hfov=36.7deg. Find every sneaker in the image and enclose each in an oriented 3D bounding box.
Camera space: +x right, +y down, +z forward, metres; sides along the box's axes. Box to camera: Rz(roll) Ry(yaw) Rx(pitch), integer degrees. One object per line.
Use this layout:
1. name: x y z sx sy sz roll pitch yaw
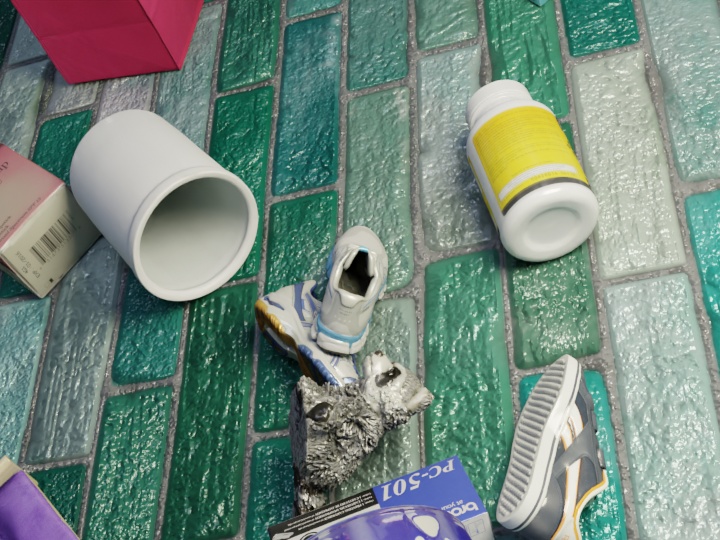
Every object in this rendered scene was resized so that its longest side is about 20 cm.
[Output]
1. sneaker: 0.188 0.174 1.021 0.079 0.079 0.201 33 49 -8
2. sneaker: -0.032 0.080 1.183 0.087 0.076 0.200 -28 56 -22
3. sneaker: 0.000 0.000 1.186 0.074 0.087 0.201 16 36 -4

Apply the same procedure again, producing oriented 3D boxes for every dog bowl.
1. dog bowl: 0.016 0.292 0.924 0.198 0.201 0.079 -27 47 3

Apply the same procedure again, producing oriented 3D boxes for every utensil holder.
1. utensil holder: -0.248 -0.086 1.335 0.170 0.171 0.200 -42 49 -10

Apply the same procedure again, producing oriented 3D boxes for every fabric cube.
1. fabric cube: -0.369 -0.423 1.610 0.196 0.201 0.198 -2 54 20

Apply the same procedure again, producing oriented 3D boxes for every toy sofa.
1. toy sofa: -0.357 0.286 1.156 0.083 0.098 0.199 -45 50 -12

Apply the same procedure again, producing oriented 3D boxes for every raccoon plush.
1. raccoon plush: -0.002 0.178 1.087 0.132 0.203 0.097 0 25 -15

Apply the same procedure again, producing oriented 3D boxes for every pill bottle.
1. pill bottle: 0.181 -0.117 1.207 0.111 0.112 0.202 -22 51 7

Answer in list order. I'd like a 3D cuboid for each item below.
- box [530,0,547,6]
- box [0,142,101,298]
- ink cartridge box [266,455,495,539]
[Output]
1. box: 0.203 -0.437 1.472 0.082 0.049 0.200 -39 50 -8
2. box: -0.465 -0.075 1.457 0.199 0.109 0.128 28 70 35
3. ink cartridge box: 0.018 0.248 1.016 0.197 0.045 0.094 -20 28 -6
